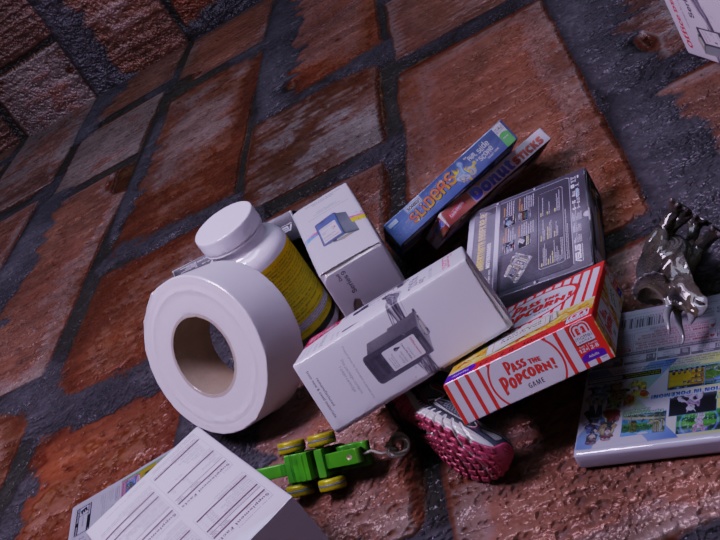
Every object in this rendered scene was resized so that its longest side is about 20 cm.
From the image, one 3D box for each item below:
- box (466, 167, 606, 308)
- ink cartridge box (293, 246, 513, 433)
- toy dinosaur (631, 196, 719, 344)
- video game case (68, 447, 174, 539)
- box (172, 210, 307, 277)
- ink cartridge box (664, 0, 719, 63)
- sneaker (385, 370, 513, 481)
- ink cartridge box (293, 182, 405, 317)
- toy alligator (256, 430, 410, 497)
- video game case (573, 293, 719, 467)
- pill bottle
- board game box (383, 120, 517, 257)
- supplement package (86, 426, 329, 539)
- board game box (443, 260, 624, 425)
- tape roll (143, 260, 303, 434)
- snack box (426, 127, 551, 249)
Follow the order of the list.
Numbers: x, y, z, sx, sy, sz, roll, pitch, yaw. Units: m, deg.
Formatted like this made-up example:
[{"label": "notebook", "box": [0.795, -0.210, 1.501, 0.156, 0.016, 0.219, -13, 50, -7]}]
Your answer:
[{"label": "box", "box": [0.202, -0.023, 1.137, 0.158, 0.048, 0.200, -22, 30, 24]}, {"label": "ink cartridge box", "box": [0.044, 0.063, 0.991, 0.200, 0.083, 0.145, -32, 3, 7]}, {"label": "toy dinosaur", "box": [0.298, -0.012, 0.949, 0.102, 0.077, 0.200, -56, -2, 14]}, {"label": "video game case", "box": [-0.269, 0.307, 1.155, 0.182, 0.022, 0.200, -31, 27, 6]}, {"label": "box", "box": [-0.141, -0.027, 1.413, 0.200, 0.048, 0.193, -25, -2, 15]}, {"label": "ink cartridge box", "box": [0.474, -0.335, 1.231, 0.084, 0.146, 0.200, -36, 28, 0]}, {"label": "sneaker", "box": [0.089, 0.140, 0.972, 0.075, 0.081, 0.200, -39, 28, -12]}, {"label": "ink cartridge box", "box": [0.000, 0.000, 1.213, 0.087, 0.145, 0.200, -31, 27, 4]}, {"label": "toy alligator", "box": [-0.023, 0.198, 1.033, 0.200, 0.059, 0.054, -18, -8, 28]}, {"label": "video game case", "box": [0.300, 0.092, 0.884, 0.200, 0.022, 0.182, -14, 34, 32]}, {"label": "pill bottle", "box": [-0.122, 0.013, 1.265, 0.112, 0.200, 0.112, -25, 29, 15]}, {"label": "board game box", "box": [0.115, -0.102, 1.276, 0.200, 0.034, 0.135, -42, -6, -3]}, {"label": "supplement package", "box": [-0.124, 0.274, 0.911, 0.151, 0.152, 0.200, -44, 29, -18]}, {"label": "board game box", "box": [0.173, 0.065, 0.945, 0.151, 0.046, 0.200, -29, 4, 21]}, {"label": "tape roll", "box": [-0.168, 0.091, 1.182, 0.202, 0.203, 0.071, -10, 10, 38]}, {"label": "snack box", "box": [0.167, -0.108, 1.276, 0.200, 0.024, 0.072, -40, -10, -22]}]
